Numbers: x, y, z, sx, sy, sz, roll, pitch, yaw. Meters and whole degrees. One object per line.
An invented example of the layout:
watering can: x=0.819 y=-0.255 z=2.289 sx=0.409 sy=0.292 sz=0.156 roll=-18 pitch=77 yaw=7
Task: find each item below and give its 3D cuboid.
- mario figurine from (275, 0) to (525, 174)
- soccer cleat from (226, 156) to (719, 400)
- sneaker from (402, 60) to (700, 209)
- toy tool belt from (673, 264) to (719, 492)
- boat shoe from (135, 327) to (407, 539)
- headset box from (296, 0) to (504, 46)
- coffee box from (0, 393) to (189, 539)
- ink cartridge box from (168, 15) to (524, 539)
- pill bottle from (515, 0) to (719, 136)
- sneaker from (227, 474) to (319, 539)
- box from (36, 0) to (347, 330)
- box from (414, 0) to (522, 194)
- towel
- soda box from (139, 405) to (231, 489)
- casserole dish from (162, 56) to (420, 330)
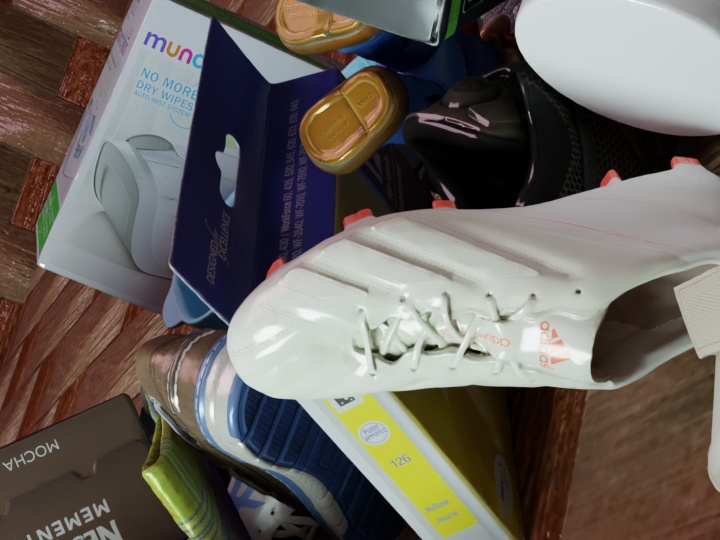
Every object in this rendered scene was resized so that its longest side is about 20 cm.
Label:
mario figurine: x=0.028 y=-0.071 z=0.804 sx=0.106 sy=0.199 sz=0.124 roll=23 pitch=99 yaw=33
soccer cleat: x=0.050 y=0.013 z=0.626 sx=0.078 sy=0.198 sz=0.070 roll=-105 pitch=1 yaw=-46
sneaker: x=0.084 y=-0.077 z=0.722 sx=0.076 sy=0.114 sz=0.201 roll=-13 pitch=52 yaw=46
toy tool belt: x=0.159 y=-0.020 z=0.407 sx=0.200 sy=0.124 sz=0.124 roll=138 pitch=142 yaw=-55
boat shoe: x=-0.032 y=0.070 z=0.805 sx=0.072 sy=0.200 sz=0.073 roll=16 pitch=71 yaw=31
headset box: x=0.038 y=-0.201 z=0.692 sx=0.200 sy=0.092 sz=0.175 roll=-38 pitch=-36 yaw=-57
coffee box: x=-0.160 y=0.137 z=0.918 sx=0.080 sy=0.112 sz=0.200 roll=65 pitch=166 yaw=9
ink cartridge box: x=0.000 y=0.000 z=0.774 sx=0.047 sy=0.200 sz=0.198 roll=-26 pitch=32 yaw=19
pill bottle: x=0.133 y=-0.158 z=0.658 sx=0.116 sy=0.115 sz=0.201 roll=-29 pitch=37 yaw=66
sneaker: x=-0.056 y=0.164 z=0.986 sx=0.201 sy=0.072 sz=0.073 roll=-58 pitch=45 yaw=19
box: x=-0.073 y=-0.057 z=1.073 sx=0.177 sy=0.199 sz=0.097 roll=-63 pitch=17 yaw=11
box: x=0.092 y=-0.154 z=0.935 sx=0.200 sy=0.049 sz=0.162 roll=-57 pitch=20 yaw=32
towel: x=-0.057 y=0.151 z=0.831 sx=0.023 sy=0.201 sz=0.144 roll=-25 pitch=18 yaw=-2
soda box: x=-0.043 y=0.045 z=0.999 sx=0.200 sy=0.071 sz=0.063 roll=-47 pitch=19 yaw=18
casserole dish: x=-0.028 y=-0.038 z=0.940 sx=0.200 sy=0.039 sz=0.121 roll=-48 pitch=20 yaw=5
